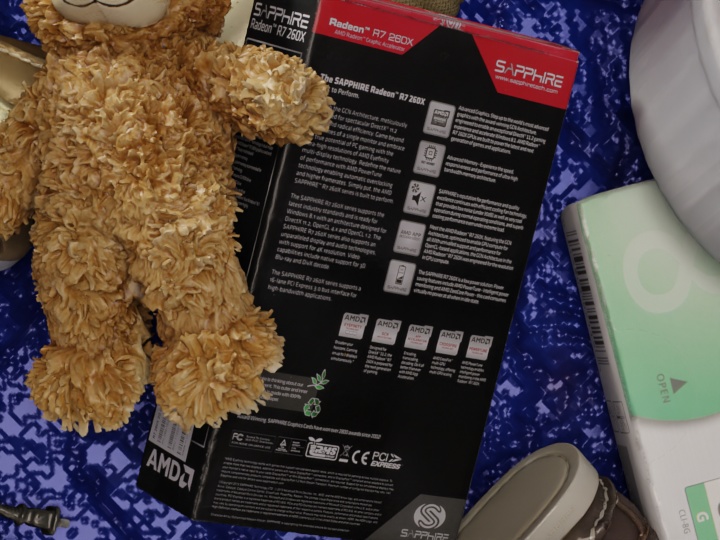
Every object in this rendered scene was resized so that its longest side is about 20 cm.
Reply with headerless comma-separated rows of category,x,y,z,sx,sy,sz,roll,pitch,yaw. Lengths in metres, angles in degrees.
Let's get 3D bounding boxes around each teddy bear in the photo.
teddy bear,-0.081,-0.040,0.921,0.145,0.067,0.201,14,95,34

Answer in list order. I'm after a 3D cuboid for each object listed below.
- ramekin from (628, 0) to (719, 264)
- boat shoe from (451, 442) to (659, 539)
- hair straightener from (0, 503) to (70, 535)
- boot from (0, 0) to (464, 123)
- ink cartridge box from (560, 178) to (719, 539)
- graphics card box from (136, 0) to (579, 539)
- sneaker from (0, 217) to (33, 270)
ramekin,0.200,-0.076,0.999,0.199,0.098,0.201,7,69,-18
boat shoe,0.032,0.157,1.012,0.060,0.072,0.200,43,93,-20
hair straightener,-0.139,0.108,0.995,0.077,0.041,0.201,-16,73,-34
boot,-0.069,-0.098,1.006,0.199,0.073,0.156,28,89,-8
ink cartridge box,0.194,0.027,1.046,0.199,0.050,0.162,-15,89,-4
graphics card box,0.000,0.000,0.980,0.125,0.051,0.201,10,96,-35
sneaker,-0.232,-0.017,0.993,0.199,0.113,0.071,17,42,-33
